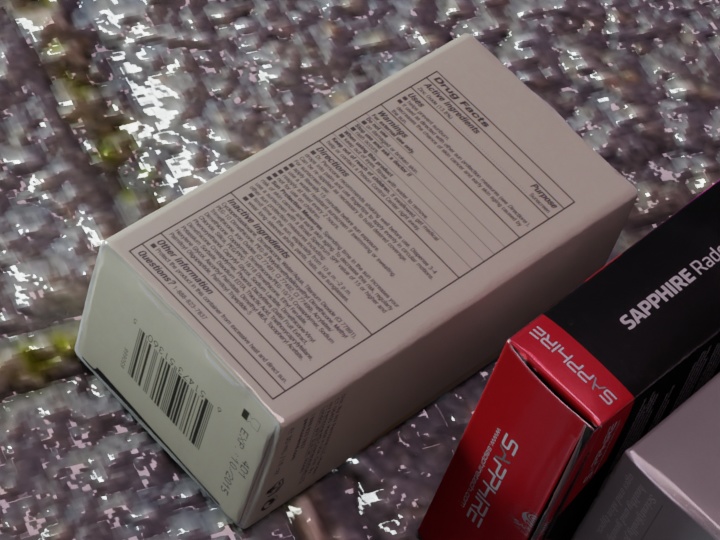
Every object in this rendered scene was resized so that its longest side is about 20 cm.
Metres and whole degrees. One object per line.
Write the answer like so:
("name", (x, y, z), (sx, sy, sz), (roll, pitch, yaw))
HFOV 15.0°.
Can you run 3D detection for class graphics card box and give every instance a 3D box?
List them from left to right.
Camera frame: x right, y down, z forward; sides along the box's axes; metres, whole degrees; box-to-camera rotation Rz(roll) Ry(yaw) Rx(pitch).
("graphics card box", (0.114, 0.031, 1.026), (0.051, 0.126, 0.200), (43, 53, 18))

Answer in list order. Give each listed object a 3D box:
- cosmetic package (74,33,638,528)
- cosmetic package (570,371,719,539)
("cosmetic package", (0.000, 0.000, 1.047), (0.200, 0.071, 0.105), (-30, 66, -35))
("cosmetic package", (0.169, 0.073, 1.024), (0.200, 0.107, 0.090), (-31, 67, -37))
